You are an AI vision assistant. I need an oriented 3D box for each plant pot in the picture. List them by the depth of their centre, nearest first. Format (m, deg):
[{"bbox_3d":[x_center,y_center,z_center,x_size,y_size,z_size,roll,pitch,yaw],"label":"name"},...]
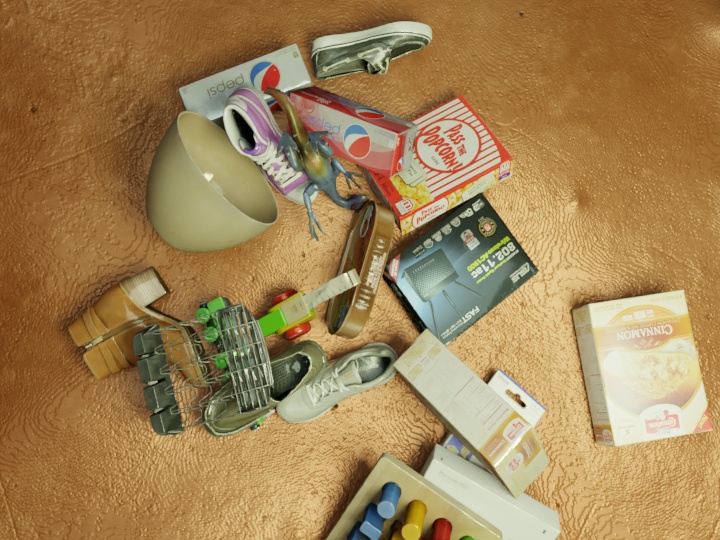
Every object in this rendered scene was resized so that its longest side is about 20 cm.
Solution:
[{"bbox_3d":[-0.231,-0.106,1.101,0.134,0.200,0.202,-38,84,18],"label":"plant pot"}]

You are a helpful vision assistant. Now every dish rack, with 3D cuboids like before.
[{"bbox_3d":[-0.207,0.131,1.018,0.195,0.054,0.158,-16,88,16],"label":"dish rack"}]

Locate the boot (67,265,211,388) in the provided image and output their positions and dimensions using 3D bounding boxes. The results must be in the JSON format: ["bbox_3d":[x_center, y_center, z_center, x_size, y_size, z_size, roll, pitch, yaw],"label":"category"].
[{"bbox_3d":[-0.318,0.115,1.101,0.153,0.077,0.203,-33,91,-4],"label":"boot"}]

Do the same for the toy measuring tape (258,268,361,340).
[{"bbox_3d":[-0.071,0.048,1.108,0.197,0.073,0.075,-29,81,25],"label":"toy measuring tape"}]

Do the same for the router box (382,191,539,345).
[{"bbox_3d":[0.148,0.003,1.154,0.198,0.062,0.151,-37,85,-9],"label":"router box"}]

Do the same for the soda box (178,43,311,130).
[{"bbox_3d":[-0.176,-0.275,1.183,0.196,0.064,0.070,-23,82,-7],"label":"soda box"}]

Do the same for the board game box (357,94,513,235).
[{"bbox_3d":[0.111,-0.164,1.163,0.197,0.047,0.153,-28,59,-8],"label":"board game box"}]

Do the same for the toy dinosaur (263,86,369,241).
[{"bbox_3d":[-0.048,-0.156,1.117,0.102,0.181,0.205,-17,75,11],"label":"toy dinosaur"}]

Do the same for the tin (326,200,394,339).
[{"bbox_3d":[0.000,0.000,1.118,0.041,0.111,0.205,19,84,-21],"label":"tin"}]

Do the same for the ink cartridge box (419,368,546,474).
[{"bbox_3d":[0.179,0.255,1.126,0.094,0.037,0.201,38,82,4],"label":"ink cartridge box"}]

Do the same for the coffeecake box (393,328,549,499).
[{"bbox_3d":[0.151,0.194,1.033,0.073,0.154,0.200,-43,54,-6],"label":"coffeecake box"}]

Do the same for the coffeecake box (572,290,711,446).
[{"bbox_3d":[0.415,0.145,1.133,0.149,0.073,0.206,-8,81,-6],"label":"coffeecake box"}]

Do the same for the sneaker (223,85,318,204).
[{"bbox_3d":[-0.135,-0.164,1.115,0.072,0.115,0.202,-33,111,17],"label":"sneaker"}]

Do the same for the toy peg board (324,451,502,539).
[{"bbox_3d":[0.056,0.392,1.017,0.197,0.098,0.203,33,108,2],"label":"toy peg board"}]

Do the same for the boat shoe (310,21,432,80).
[{"bbox_3d":[0.020,-0.341,1.208,0.194,0.071,0.066,-10,79,3],"label":"boat shoe"}]

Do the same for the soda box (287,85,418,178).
[{"bbox_3d":[-0.015,-0.209,1.131,0.197,0.072,0.063,25,33,25],"label":"soda box"}]

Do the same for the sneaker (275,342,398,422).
[{"bbox_3d":[-0.034,0.157,1.100,0.196,0.092,0.077,-27,83,-7],"label":"sneaker"}]

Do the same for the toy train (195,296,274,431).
[{"bbox_3d":[-0.181,0.133,1.116,0.055,0.042,0.204,-26,82,7],"label":"toy train"}]

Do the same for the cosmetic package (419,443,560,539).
[{"bbox_3d":[0.156,0.359,1.064,0.197,0.052,0.153,29,110,3],"label":"cosmetic package"}]

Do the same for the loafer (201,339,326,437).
[{"bbox_3d":[-0.139,0.160,1.056,0.198,0.070,0.076,-36,83,-1],"label":"loafer"}]
